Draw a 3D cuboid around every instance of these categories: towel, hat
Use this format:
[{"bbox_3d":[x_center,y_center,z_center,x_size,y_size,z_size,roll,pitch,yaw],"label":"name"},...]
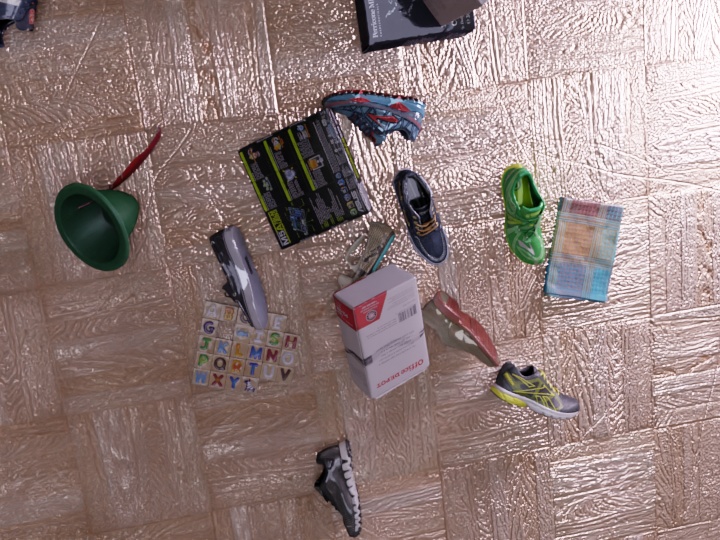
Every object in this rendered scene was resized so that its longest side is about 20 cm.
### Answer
[{"bbox_3d":[0.454,-0.039,1.353,0.142,0.022,0.206,6,100,-9],"label":"towel"},{"bbox_3d":[-0.432,-0.120,1.221,0.197,0.177,0.168,-21,109,36],"label":"hat"}]

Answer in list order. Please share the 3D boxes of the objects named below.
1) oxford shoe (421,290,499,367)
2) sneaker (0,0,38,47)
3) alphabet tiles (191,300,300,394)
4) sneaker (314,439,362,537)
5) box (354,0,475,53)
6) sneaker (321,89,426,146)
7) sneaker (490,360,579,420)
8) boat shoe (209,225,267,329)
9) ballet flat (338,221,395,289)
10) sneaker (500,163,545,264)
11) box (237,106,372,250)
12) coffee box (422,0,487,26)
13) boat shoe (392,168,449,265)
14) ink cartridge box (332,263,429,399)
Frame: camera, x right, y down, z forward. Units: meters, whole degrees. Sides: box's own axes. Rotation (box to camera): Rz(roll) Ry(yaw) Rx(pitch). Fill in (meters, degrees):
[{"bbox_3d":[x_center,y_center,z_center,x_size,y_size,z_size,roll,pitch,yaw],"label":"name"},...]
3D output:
[{"bbox_3d":[0.201,0.129,1.337,0.074,0.071,0.200,-41,101,23],"label":"oxford shoe"},{"bbox_3d":[-0.563,-0.456,1.111,0.198,0.075,0.085,-38,102,11],"label":"sneaker"},{"bbox_3d":[-0.223,0.159,1.308,0.194,0.008,0.172,11,99,-9],"label":"alphabet tiles"},{"bbox_3d":[-0.048,0.451,1.360,0.088,0.067,0.206,-10,98,-3],"label":"sneaker"},{"bbox_3d":[0.086,-0.505,1.163,0.191,0.124,0.206,-10,102,-3],"label":"box"},{"bbox_3d":[0.023,-0.278,1.219,0.194,0.079,0.098,5,103,-8],"label":"sneaker"},{"bbox_3d":[0.369,0.246,1.369,0.195,0.075,0.087,16,98,-10],"label":"sneaker"},{"bbox_3d":[-0.233,0.019,1.252,0.065,0.070,0.205,-14,106,13],"label":"boat shoe"},{"bbox_3d":[0.000,0.000,1.282,0.074,0.068,0.204,24,98,9],"label":"ballet flat"},{"bbox_3d":[0.318,-0.104,1.290,0.072,0.084,0.205,-18,103,-4],"label":"sneaker"},{"bbox_3d":[-0.100,-0.166,1.216,0.189,0.048,0.204,-21,103,17],"label":"box"},{"bbox_3d":[0.163,-0.530,1.003,0.197,0.200,0.200,-42,104,0],"label":"coffee box"},{"bbox_3d":[0.119,-0.095,1.261,0.070,0.091,0.204,-27,103,-1],"label":"boat shoe"},{"bbox_3d":[0.041,0.114,1.251,0.144,0.082,0.205,-25,120,-24],"label":"ink cartridge box"}]
